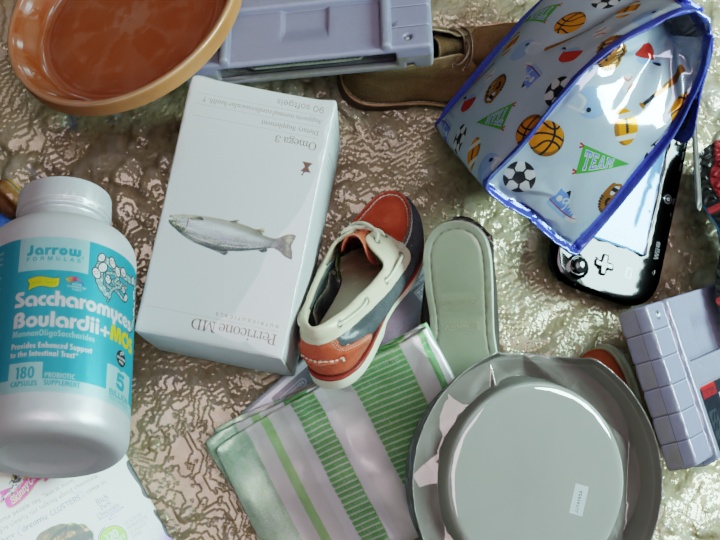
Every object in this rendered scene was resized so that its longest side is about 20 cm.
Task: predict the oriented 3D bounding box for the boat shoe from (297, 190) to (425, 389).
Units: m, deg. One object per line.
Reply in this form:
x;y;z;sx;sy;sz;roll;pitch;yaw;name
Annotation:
0.000;0.000;1.005;0.071;0.063;0.201;2;44;24;boat shoe

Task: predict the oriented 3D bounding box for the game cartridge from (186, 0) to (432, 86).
-0.043;-0.214;1.033;0.198;0.038;0.131;-5;63;6;game cartridge

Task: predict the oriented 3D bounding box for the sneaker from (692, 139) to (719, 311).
0.341;-0.012;1.078;0.079;0.095;0.202;-18;60;27;sneaker

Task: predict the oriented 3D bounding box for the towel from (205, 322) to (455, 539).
-0.002;0.150;0.999;0.199;0.023;0.153;-28;94;8;towel

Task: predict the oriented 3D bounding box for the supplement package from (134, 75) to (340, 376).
-0.090;-0.031;0.998;0.116;0.117;0.202;10;79;2;supplement package

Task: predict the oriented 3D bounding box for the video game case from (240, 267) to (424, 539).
0.034;0.121;1.052;0.200;0.023;0.182;-41;90;-14;video game case

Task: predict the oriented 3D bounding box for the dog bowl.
0.123;0.156;0.955;0.198;0.059;0.202;1;85;-17;dog bowl

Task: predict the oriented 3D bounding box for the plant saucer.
-0.184;-0.204;1.017;0.198;0.032;0.202;-9;58;15;plant saucer

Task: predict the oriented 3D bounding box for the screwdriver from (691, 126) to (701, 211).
0.285;-0.137;1.114;0.028;0.029;0.202;22;62;-30;screwdriver

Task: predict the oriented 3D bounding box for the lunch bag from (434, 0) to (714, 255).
0.174;-0.138;1.006;0.123;0.170;0.201;32;102;-24;lunch bag

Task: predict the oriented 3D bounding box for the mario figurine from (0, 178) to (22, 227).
-0.307;0.026;0.960;0.123;0.106;0.200;35;69;22;mario figurine

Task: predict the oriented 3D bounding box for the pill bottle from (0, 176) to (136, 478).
-0.215;0.036;0.910;0.110;0.111;0.202;2;63;-10;pill bottle

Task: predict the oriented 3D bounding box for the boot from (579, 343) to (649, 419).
0.167;0.153;1.029;0.106;0.075;0.202;13;80;-27;boot

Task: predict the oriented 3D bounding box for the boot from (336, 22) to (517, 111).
0.083;-0.176;1.083;0.198;0.075;0.074;-10;81;-13;boot

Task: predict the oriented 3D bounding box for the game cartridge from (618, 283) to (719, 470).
0.278;0.081;1.035;0.199;0.038;0.131;-10;77;-55;game cartridge

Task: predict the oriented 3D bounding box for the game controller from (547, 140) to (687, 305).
0.225;-0.073;1.108;0.103;0.042;0.202;16;79;-7;game controller

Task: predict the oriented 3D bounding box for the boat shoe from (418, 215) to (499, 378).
0.080;0.058;1.022;0.071;0.061;0.203;4;100;9;boat shoe

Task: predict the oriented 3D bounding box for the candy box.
-0.218;0.230;0.930;0.167;0.071;0.201;-26;86;-43;candy box
